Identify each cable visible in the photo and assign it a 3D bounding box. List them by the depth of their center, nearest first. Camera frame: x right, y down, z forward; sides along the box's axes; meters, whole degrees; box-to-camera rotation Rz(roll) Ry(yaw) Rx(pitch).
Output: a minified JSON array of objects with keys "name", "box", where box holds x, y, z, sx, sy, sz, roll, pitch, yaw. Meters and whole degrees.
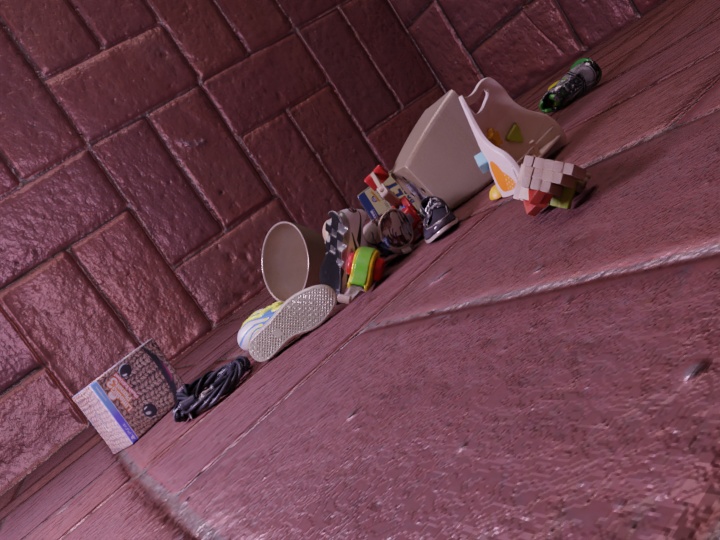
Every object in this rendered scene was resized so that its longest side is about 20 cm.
[{"name":"cable","box":[-0.284,0.214,1.265,0.162,0.051,0.200,-36,6,4]}]

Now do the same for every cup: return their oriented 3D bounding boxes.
[{"name":"cup","box":[-0.143,-0.023,1.692,0.141,0.205,0.199,-4,-18,-44]}]

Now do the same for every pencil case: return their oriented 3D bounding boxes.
[{"name":"pencil case","box":[0.027,-0.048,1.317,0.076,0.092,0.199,-7,-13,-30]}]

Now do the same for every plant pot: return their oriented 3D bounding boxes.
[{"name":"plant pot","box":[0.180,-0.231,1.421,0.178,0.200,0.200,-48,9,-7]}]

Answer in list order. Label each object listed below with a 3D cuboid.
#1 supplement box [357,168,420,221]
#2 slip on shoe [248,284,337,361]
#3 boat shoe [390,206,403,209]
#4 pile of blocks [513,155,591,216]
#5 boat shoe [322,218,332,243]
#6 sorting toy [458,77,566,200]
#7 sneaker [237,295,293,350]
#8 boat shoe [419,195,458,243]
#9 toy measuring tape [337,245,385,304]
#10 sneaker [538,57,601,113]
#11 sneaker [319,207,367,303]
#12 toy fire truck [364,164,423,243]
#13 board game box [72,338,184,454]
[{"name":"supplement box","box":[0.104,-0.194,1.702,0.198,0.136,0.200,-35,7,4]},{"name":"slip on shoe","box":[-0.124,0.092,1.214,0.199,0.075,0.061,-40,2,14]},{"name":"boat shoe","box":[0.037,-0.057,1.460,0.199,0.072,0.071,-43,-16,-18]},{"name":"pile of blocks","box":[0.230,-0.095,0.800,0.200,0.080,0.064,-26,-51,-77]},{"name":"boat shoe","box":[-0.050,-0.060,1.458,0.073,0.064,0.200,-61,-26,-11]},{"name":"sorting toy","box":[0.241,-0.240,1.132,0.106,0.182,0.200,-27,10,46]},{"name":"sneaker","box":[-0.182,0.114,1.321,0.198,0.077,0.105,-33,8,19]},{"name":"boat shoe","box":[0.136,-0.102,1.229,0.072,0.063,0.200,-34,7,9]},{"name":"toy measuring tape","box":[0.000,0.000,1.152,0.073,0.074,0.200,-33,3,20]},{"name":"sneaker","box":[0.534,-0.461,1.672,0.085,0.078,0.200,-47,2,-29]},{"name":"sneaker","box":[-0.024,-0.025,1.251,0.087,0.074,0.204,-17,-47,-37]},{"name":"toy fire truck","box":[0.073,-0.144,1.381,0.049,0.141,0.201,-41,15,12]},{"name":"board game box","box":[-0.527,0.288,1.522,0.096,0.161,0.200,-29,10,37]}]
